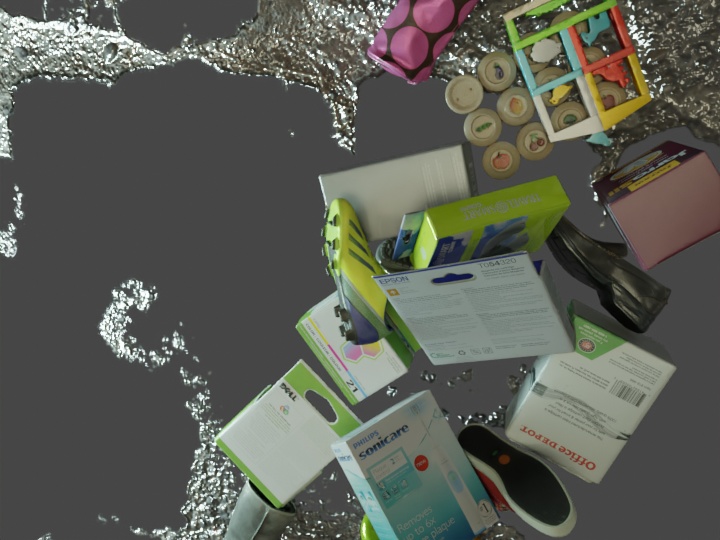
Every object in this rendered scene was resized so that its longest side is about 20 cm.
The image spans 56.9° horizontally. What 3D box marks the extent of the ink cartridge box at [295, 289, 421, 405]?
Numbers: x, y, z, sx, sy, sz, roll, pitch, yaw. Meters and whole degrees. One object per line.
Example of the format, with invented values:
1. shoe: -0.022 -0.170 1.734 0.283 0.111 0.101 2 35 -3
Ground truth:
1. ink cartridge box: 0.032 0.075 0.956 0.200 0.076 0.148 -35 94 20

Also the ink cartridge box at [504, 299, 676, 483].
1. ink cartridge box: 0.306 0.165 0.909 0.146 0.083 0.201 28 108 6

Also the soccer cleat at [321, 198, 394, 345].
1. soccer cleat: 0.000 0.000 0.882 0.083 0.065 0.201 -12 103 -14

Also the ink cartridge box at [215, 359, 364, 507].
1. ink cartridge box: -0.100 0.241 1.025 0.200 0.076 0.148 -44 90 15

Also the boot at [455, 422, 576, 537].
1. boot: 0.221 0.314 0.917 0.072 0.200 0.145 -34 127 -16

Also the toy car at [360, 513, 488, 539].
1. toy car: 0.091 0.425 1.005 0.199 0.176 0.150 21 147 4

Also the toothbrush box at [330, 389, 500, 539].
1. toothbrush box: 0.073 0.290 0.917 0.146 0.085 0.201 -25 81 -23

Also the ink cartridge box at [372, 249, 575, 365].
1. ink cartridge box: 0.145 0.042 0.826 0.196 0.043 0.200 -9 135 29

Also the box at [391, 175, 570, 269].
1. box: 0.145 -0.047 0.823 0.199 0.122 0.048 -15 66 -13

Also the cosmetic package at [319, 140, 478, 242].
1. cosmetic package: 0.055 -0.104 0.903 0.199 0.090 0.107 -8 102 18

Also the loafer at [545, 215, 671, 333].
1. loafer: 0.321 -0.010 0.877 0.072 0.073 0.200 -45 94 -2

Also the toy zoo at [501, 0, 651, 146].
1. toy zoo: 0.273 -0.249 0.825 0.131 0.020 0.201 -22 97 12

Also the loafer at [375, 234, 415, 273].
1. loafer: 0.118 0.004 0.910 0.199 0.075 0.070 11 136 5

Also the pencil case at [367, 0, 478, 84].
1. pencil case: 0.098 -0.331 0.834 0.094 0.091 0.200 36 112 -4

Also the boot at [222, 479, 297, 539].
1. boot: -0.157 0.466 1.113 0.181 0.073 0.200 34 102 1

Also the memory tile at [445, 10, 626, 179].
1. memory tile: 0.224 -0.223 0.856 0.199 0.017 0.154 -28 95 13

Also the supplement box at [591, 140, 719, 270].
1. supplement box: 0.347 -0.083 0.774 0.110 0.200 0.086 -31 95 19
